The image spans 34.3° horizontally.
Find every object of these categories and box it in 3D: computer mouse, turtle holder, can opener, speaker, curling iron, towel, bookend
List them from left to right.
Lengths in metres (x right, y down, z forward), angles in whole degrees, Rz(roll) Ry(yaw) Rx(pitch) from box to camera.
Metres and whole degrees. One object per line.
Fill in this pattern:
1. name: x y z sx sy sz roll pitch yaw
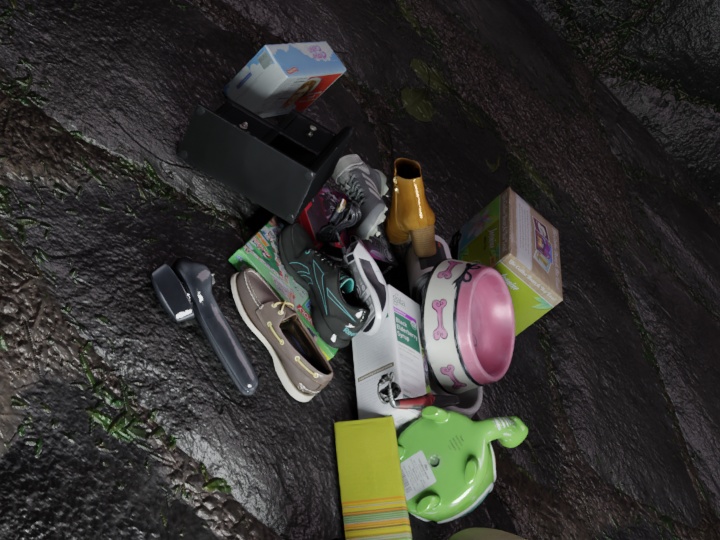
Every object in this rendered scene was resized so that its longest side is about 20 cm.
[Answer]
1. can opener: -0.188 0.071 1.482 0.202 0.078 0.063 56 -9 2
2. bookend: -0.136 -0.191 1.737 0.197 0.093 0.200 30 30 3
3. computer mouse: 0.000 0.000 1.671 0.043 0.110 0.203 -6 64 -31
4. towel: 0.015 0.279 1.512 0.084 0.018 0.202 -4 47 -4
5. curling iron: 0.085 0.171 1.595 0.199 0.025 0.050 15 57 -53
6. speaker: 0.115 0.007 1.886 0.081 0.081 0.200 43 13 -13
7. turtle holder: 0.126 0.256 1.587 0.140 0.187 0.132 26 -9 33

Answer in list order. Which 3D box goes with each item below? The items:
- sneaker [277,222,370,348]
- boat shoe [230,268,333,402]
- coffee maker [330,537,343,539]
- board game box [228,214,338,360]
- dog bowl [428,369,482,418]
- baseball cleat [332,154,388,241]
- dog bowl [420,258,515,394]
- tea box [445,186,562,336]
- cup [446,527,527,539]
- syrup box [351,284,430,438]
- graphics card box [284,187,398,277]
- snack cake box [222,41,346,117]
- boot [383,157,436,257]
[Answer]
1. sneaker: -0.048 0.008 1.654 0.075 0.079 0.202 -2 57 -53
2. boat shoe: -0.105 0.077 1.573 0.071 0.059 0.202 -10 66 -57
3. coffee maker: 0.001 0.401 1.295 0.200 0.134 0.192 47 27 -5
4. board game box: -0.091 0.025 1.683 0.201 0.029 0.135 49 30 -5
5. dog bowl: 0.110 0.156 1.790 0.199 0.058 0.202 36 33 -27
6. baseball cleat: -0.008 -0.118 1.832 0.106 0.070 0.201 35 21 -13
7. dog bowl: 0.166 0.081 1.728 0.199 0.073 0.204 14 74 -59
8. tea box: 0.230 0.006 1.983 0.133 0.196 0.201 38 31 -20
9. cup: 0.164 0.410 1.480 0.199 0.202 0.143 33 8 -28
10. syrup box: 0.043 0.131 1.669 0.078 0.081 0.203 32 42 -43
11. graphics card box: -0.035 -0.063 1.837 0.198 0.051 0.127 18 43 -46
12. snack cake box: -0.123 -0.316 1.928 0.068 0.115 0.199 54 29 7
13. boot: 0.074 -0.114 1.903 0.201 0.070 0.147 -140 -143 -67
